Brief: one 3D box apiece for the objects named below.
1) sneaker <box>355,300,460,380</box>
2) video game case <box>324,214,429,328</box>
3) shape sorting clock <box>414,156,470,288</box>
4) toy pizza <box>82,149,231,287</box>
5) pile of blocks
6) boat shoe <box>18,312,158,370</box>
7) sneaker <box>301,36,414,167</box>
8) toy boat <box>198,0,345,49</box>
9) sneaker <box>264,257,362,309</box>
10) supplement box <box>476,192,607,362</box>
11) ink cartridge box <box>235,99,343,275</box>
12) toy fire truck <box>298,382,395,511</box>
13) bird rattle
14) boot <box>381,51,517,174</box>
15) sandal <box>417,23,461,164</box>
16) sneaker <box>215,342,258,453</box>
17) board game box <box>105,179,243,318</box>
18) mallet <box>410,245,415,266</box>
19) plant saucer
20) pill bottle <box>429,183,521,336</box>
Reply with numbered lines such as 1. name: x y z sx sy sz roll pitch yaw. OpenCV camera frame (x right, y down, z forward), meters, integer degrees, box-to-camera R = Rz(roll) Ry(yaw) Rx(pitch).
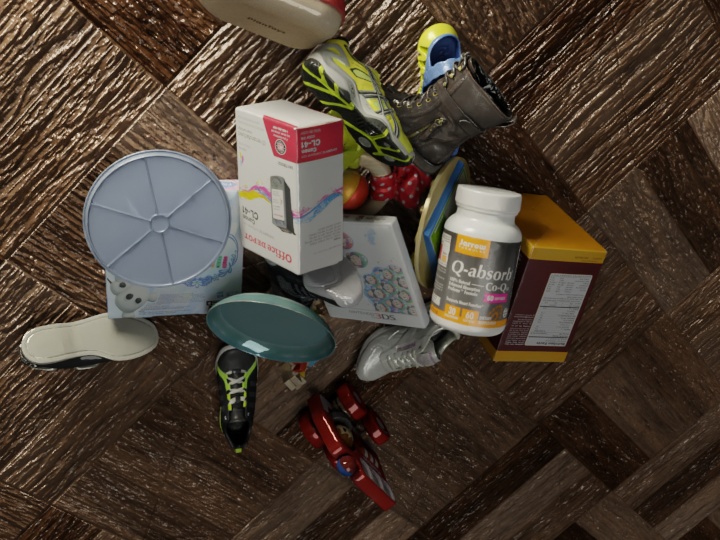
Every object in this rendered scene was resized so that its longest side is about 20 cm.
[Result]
1. sneaker: 0.079 0.130 1.348 0.199 0.100 0.075 -35 127 5
2. video game case: 0.000 0.000 1.216 0.024 0.180 0.202 -54 137 -39
3. shape sorting clock: 0.124 -0.072 1.214 0.200 0.039 0.203 -39 136 -51
4. toy pizza: -0.275 -0.070 1.093 0.197 0.032 0.203 -8 119 -15
5. pile of blocks: -0.090 0.118 1.304 0.081 0.062 0.203 -7 122 -15
6. boat shoe: -0.403 0.111 1.191 0.197 0.075 0.060 -9 166 -33
7. sneaker: 0.013 -0.219 1.048 0.200 0.075 0.077 47 65 -27
8. toy boat: -0.109 -0.368 0.985 0.197 0.130 0.133 15 84 -27
9. sneaker: -0.068 0.025 1.187 0.075 0.199 0.115 -32 137 -32
10. supplement box: 0.255 0.007 1.275 0.131 0.198 0.203 3 119 -21
11. ink cartridge box: -0.096 -0.115 1.086 0.085 0.147 0.203 -17 119 -38
12. toy fire truck: -0.016 0.304 1.378 0.111 0.169 0.201 -35 125 4
13. bird rattle: 0.000 -0.138 1.181 0.163 0.114 0.199 -40 136 26
14. boot: 0.096 -0.236 1.079 0.199 0.070 0.174 41 140 -11
15. sandal: 0.118 -0.241 1.146 0.078 0.087 0.203 -14 125 -13
16. sneaker: -0.196 0.210 1.309 0.070 0.083 0.203 -7 122 -15
17. board game box: -0.269 -0.031 1.162 0.196 0.044 0.202 -2 120 -18
18. mallet: 0.080 -0.024 1.296 0.065 0.041 0.203 9 112 -28
19. plant saucer: -0.131 0.084 1.195 0.196 0.028 0.201 8 150 4
20. pill bottle: 0.170 -0.016 1.158 0.114 0.116 0.204 3 104 -21
